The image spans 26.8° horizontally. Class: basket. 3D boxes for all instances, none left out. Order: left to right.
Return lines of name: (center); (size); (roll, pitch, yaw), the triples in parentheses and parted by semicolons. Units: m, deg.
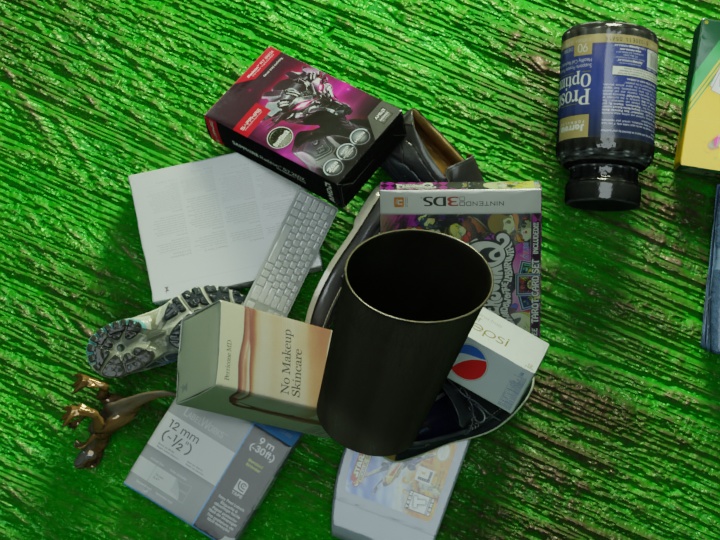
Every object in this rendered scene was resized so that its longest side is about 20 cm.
basket: (0.034, 0.080, 1.547); (0.136, 0.180, 0.200); (36, 129, 24)

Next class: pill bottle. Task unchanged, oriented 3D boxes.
pill bottle: (0.279, -0.172, 1.710); (0.111, 0.112, 0.201); (3, 83, 3)

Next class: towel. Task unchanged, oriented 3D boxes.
towel: (0.451, 0.003, 1.715); (0.111, 0.049, 0.201); (7, 83, 3)

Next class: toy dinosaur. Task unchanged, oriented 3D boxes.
toy dinosaur: (-0.269, 0.154, 1.677); (0.106, 0.200, 0.061); (27, 45, -32)

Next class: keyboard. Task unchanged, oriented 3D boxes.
keyboard: (-0.090, 0.009, 1.693); (0.056, 0.011, 0.200); (25, 90, -35)

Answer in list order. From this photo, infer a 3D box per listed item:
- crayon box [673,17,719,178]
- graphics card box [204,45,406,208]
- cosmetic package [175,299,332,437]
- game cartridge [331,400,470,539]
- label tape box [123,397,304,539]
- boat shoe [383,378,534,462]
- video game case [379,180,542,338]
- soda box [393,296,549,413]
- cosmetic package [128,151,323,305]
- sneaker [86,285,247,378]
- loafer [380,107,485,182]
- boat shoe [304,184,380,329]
crayon box: (0.473, -0.185, 1.731); (0.199, 0.058, 0.173); (9, 84, 3)
graphics card box: (-0.063, -0.164, 1.705); (0.200, 0.051, 0.126); (30, 65, 25)
cosmetic package: (-0.092, 0.110, 1.643); (0.200, 0.087, 0.104); (15, 64, -33)
game cartridge: (0.045, 0.222, 1.711); (0.133, 0.042, 0.201); (20, 84, 0)
label tape box: (-0.153, 0.192, 1.707); (0.143, 0.066, 0.200); (31, 87, 5)
boat shoe: (0.108, 0.151, 1.669); (0.200, 0.062, 0.075); (-23, 72, -14)
video game case: (0.112, -0.001, 1.693); (0.181, 0.036, 0.201); (0, 109, 4)
soda box: (0.099, 0.069, 1.641); (0.200, 0.068, 0.064); (30, 124, 6)
cosmetic package: (-0.155, -0.054, 1.743); (0.199, 0.052, 0.151); (-12, 81, 0)
sneaker: (-0.216, 0.069, 1.717); (0.199, 0.086, 0.078); (-14, 86, -14)
loafer: (0.108, -0.102, 1.717); (0.200, 0.073, 0.072); (37, 126, 4)
boat shoe: (0.000, 0.000, 1.721); (0.063, 0.073, 0.200); (27, 80, 8)
